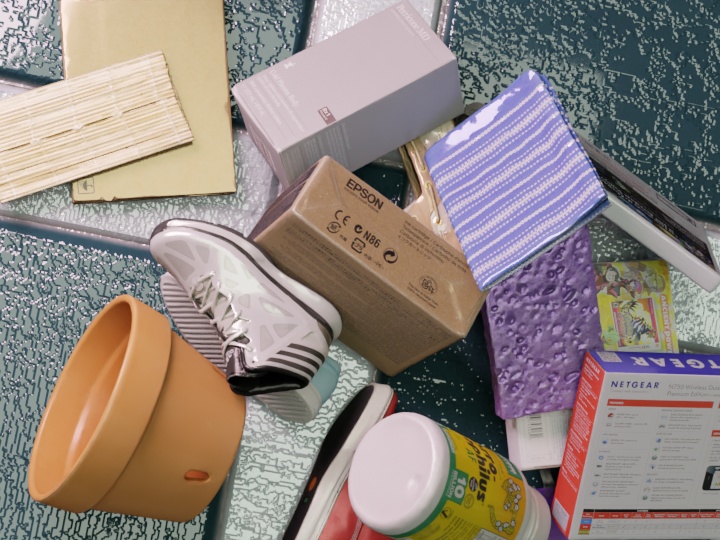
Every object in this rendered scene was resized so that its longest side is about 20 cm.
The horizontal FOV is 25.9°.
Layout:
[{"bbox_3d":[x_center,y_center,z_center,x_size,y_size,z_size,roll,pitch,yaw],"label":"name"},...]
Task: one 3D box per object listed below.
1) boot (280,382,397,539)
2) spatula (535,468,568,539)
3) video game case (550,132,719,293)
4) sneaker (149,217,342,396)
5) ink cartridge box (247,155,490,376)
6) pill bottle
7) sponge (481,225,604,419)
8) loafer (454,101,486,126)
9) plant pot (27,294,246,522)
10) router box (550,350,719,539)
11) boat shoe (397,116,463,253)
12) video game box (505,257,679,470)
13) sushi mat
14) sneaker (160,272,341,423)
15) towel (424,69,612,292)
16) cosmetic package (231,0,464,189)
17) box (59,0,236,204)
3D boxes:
[{"bbox_3d":[0.022,0.222,1.524,0.143,0.072,0.201,27,82,-13],"label":"boot"},{"bbox_3d":[0.182,0.179,1.571,0.056,0.021,0.202,-3,81,-16],"label":"spatula"},{"bbox_3d":[0.261,-0.068,1.532,0.199,0.182,0.023,36,107,-5],"label":"video game case"},{"bbox_3d":[-0.117,0.038,1.431,0.200,0.076,0.116,31,45,-7],"label":"sneaker"},{"bbox_3d":[0.000,0.000,1.472,0.199,0.165,0.075,36,64,-12],"label":"ink cartridge box"},{"bbox_3d":[0.090,0.215,1.472,0.199,0.112,0.114,31,79,-42],"label":"pill bottle"},{"bbox_3d":[0.170,0.035,1.491,0.111,0.030,0.202,-10,99,-8],"label":"sponge"},{"bbox_3d":[0.145,-0.078,1.545,0.069,0.070,0.201,-23,68,-23],"label":"loafer"},{"bbox_3d":[-0.198,0.143,1.438,0.139,0.200,0.201,28,81,-22],"label":"plant pot"},{"bbox_3d":[0.298,0.170,1.510,0.198,0.049,0.181,3,112,-17],"label":"router box"},{"bbox_3d":[0.071,-0.059,1.553,0.069,0.074,0.202,-9,77,-6],"label":"boat shoe"},{"bbox_3d":[0.229,0.092,1.563,0.181,0.047,0.202,-3,81,-12],"label":"video game box"},{"bbox_3d":[-0.268,-0.139,1.508,0.198,0.012,0.096,-19,90,-7],"label":"sushi mat"},{"bbox_3d":[-0.104,0.060,1.522,0.200,0.074,0.082,43,50,1],"label":"sneaker"},{"bbox_3d":[0.138,-0.088,1.438,0.144,0.201,0.024,-36,132,15],"label":"towel"},{"bbox_3d":[-0.009,-0.166,1.521,0.199,0.090,0.107,-31,55,-9],"label":"cosmetic package"},{"bbox_3d":[-0.208,-0.170,1.538,0.162,0.021,0.202,-4,86,-9],"label":"box"}]
